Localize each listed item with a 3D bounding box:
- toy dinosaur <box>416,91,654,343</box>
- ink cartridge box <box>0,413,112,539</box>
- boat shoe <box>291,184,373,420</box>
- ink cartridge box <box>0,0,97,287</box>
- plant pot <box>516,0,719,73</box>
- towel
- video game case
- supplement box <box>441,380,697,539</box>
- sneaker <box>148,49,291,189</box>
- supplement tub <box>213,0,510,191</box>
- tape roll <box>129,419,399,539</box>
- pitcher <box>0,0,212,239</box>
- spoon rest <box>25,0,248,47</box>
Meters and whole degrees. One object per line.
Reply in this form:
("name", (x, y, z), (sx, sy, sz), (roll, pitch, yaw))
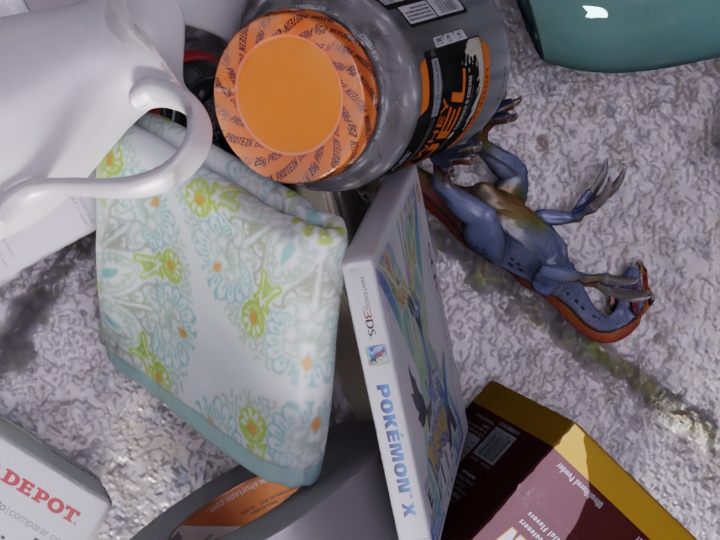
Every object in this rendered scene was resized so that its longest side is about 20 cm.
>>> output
("toy dinosaur", (0.112, -0.025, 1.420), (0.105, 0.199, 0.182), (-56, 132, -39))
("ink cartridge box", (-0.266, 0.183, 1.333), (0.146, 0.083, 0.201), (33, 86, -13))
("boat shoe", (0.000, 0.000, 1.391), (0.057, 0.067, 0.201), (-23, 104, -30))
("ink cartridge box", (-0.262, -0.083, 1.331), (0.173, 0.044, 0.201), (-30, 103, -11))
("plant pot", (0.168, -0.214, 1.345), (0.160, 0.201, 0.202), (-19, 98, 3))
("towel", (-0.088, 0.014, 1.285), (0.048, 0.200, 0.172), (-23, 129, -38))
("video game case", (0.030, 0.049, 1.281), (0.022, 0.200, 0.183), (-9, 106, 12))
("supplement box", (0.086, 0.198, 1.350), (0.133, 0.197, 0.200), (43, 86, -11))
("sneaker", (-0.076, -0.041, 1.347), (0.071, 0.098, 0.201), (-20, 99, -19))
("supplement tub", (0.001, -0.116, 1.278), (0.122, 0.200, 0.123), (7, 106, 25))
("tape roll", (-0.058, 0.170, 1.316), (0.200, 0.200, 0.066), (-29, 100, -9))
("pitcher", (-0.185, -0.079, 1.234), (0.199, 0.172, 0.121), (-29, 137, 6))
("spoon rest", (-0.164, -0.185, 1.339), (0.199, 0.061, 0.100), (15, 93, -13))
